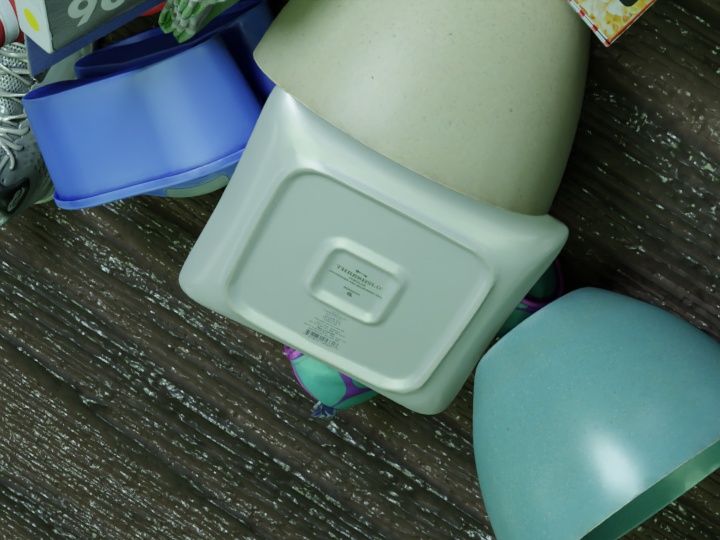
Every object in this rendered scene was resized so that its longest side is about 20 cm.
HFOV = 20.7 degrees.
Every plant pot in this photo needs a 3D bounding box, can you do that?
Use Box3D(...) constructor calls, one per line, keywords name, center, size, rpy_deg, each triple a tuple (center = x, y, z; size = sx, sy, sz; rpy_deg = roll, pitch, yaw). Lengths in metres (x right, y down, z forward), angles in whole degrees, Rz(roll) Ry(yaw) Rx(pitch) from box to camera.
Box3D(name="plant pot", center=(0.148, 0.091, 1.251), size=(0.135, 0.199, 0.200), rpy_deg=(55, 131, 14))

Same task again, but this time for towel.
Box3D(name="towel", center=(-0.042, -0.182, 1.128), size=(0.031, 0.149, 0.200), rpy_deg=(59, 171, -3))

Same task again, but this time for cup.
Box3D(name="cup", center=(0.057, -0.143, 1.154), size=(0.199, 0.200, 0.144), rpy_deg=(30, 103, 7))

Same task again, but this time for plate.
Box3D(name="plate", center=(0.000, 0.000, 1.224), size=(0.199, 0.032, 0.200), rpy_deg=(26, 134, -6))

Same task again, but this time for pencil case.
Box3D(name="pencil case", center=(0.037, 0.025, 1.314), size=(0.199, 0.092, 0.086), rpy_deg=(-29, 70, 36))

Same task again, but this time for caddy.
Box3D(name="caddy", center=(-0.122, -0.098, 1.287), size=(0.199, 0.141, 0.106), rpy_deg=(-12, 109, 33))

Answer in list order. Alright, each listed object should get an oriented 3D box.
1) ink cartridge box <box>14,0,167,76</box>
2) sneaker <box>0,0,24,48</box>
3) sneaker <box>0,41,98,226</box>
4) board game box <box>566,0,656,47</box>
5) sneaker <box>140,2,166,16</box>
Box3D(name="ink cartridge box", center=(-0.103, -0.203, 1.085), size=(0.047, 0.197, 0.201), rpy_deg=(47, 158, 26))
Box3D(name="sneaker", center=(-0.236, -0.193, 1.204), size=(0.200, 0.112, 0.072), rpy_deg=(36, 150, 48))
Box3D(name="sneaker", center=(-0.240, -0.110, 1.354), size=(0.075, 0.116, 0.201), rpy_deg=(19, 127, 15))
Box3D(name="board game box", center=(0.152, -0.243, 1.040), size=(0.200, 0.046, 0.151), rpy_deg=(-42, 108, 10))
Box3D(name="sneaker", center=(-0.161, -0.214, 1.248), size=(0.199, 0.116, 0.079), rpy_deg=(-1, 119, 28))
